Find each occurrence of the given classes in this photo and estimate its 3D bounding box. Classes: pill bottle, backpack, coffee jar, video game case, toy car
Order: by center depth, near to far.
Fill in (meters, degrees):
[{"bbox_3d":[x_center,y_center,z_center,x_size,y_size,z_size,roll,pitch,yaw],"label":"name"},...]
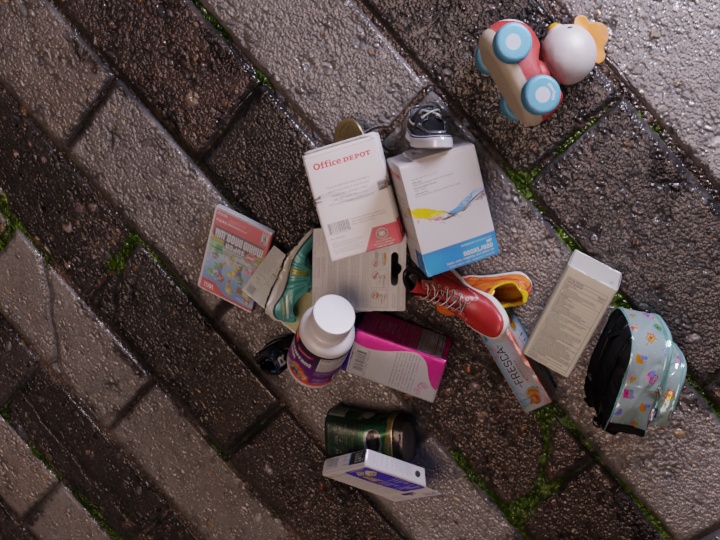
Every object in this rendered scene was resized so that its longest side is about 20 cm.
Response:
[{"bbox_3d":[0.313,-0.362,1.431,0.198,0.184,0.179,-32,97,0],"label":"toy car"},{"bbox_3d":[0.491,0.173,1.540,0.149,0.176,0.205,4,112,2],"label":"backpack"},{"bbox_3d":[-0.072,0.134,1.659,0.110,0.112,0.201,34,144,6],"label":"pill bottle"},{"bbox_3d":[0.024,0.351,1.849,0.195,0.085,0.107,3,100,22],"label":"coffee jar"},{"bbox_3d":[-0.270,-0.025,1.863,0.141,0.017,0.204,25,118,11],"label":"video game case"}]

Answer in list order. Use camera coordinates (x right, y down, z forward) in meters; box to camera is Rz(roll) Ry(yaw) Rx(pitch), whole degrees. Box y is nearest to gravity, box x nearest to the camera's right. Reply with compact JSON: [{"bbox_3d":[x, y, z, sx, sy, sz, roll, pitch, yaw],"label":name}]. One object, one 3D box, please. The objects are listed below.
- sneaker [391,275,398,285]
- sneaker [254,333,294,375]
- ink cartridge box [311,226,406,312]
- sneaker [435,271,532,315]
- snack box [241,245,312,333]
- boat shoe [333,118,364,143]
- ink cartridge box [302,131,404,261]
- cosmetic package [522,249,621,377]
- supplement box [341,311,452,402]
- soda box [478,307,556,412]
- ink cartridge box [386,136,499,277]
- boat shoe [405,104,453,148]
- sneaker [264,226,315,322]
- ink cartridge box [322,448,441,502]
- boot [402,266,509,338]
[{"bbox_3d":[0.000,-0.004,1.734,0.196,0.075,0.091,13,103,18],"label":"sneaker"},{"bbox_3d":[-0.136,0.174,1.831,0.197,0.112,0.074,-21,103,28],"label":"sneaker"},{"bbox_3d":[0.000,0.000,1.684,0.195,0.057,0.167,0,85,16],"label":"ink cartridge box"},{"bbox_3d":[0.229,0.047,1.652,0.196,0.077,0.074,-17,105,28],"label":"sneaker"},{"bbox_3d":[-0.136,0.056,1.797,0.199,0.037,0.117,38,85,5],"label":"snack box"},{"bbox_3d":[-0.007,-0.189,1.661,0.071,0.065,0.205,-10,98,7],"label":"boat shoe"},{"bbox_3d":[-0.011,-0.138,1.594,0.142,0.085,0.205,-14,100,10],"label":"ink cartridge box"},{"bbox_3d":[0.389,0.080,1.592,0.102,0.087,0.203,29,119,10],"label":"cosmetic package"},{"bbox_3d":[0.075,0.168,1.735,0.196,0.104,0.103,20,116,7],"label":"supplement box"},{"bbox_3d":[0.302,0.168,1.673,0.063,0.068,0.203,-27,98,29],"label":"soda box"},{"bbox_3d":[0.146,-0.120,1.555,0.141,0.147,0.204,-17,105,-3],"label":"ink cartridge box"},{"bbox_3d":[0.119,-0.256,1.519,0.070,0.200,0.070,0,107,-5],"label":"boat shoe"},{"bbox_3d":[-0.128,0.009,1.755,0.078,0.077,0.204,23,91,-8],"label":"sneaker"},{"bbox_3d":[0.046,0.438,1.836,0.197,0.044,0.197,26,151,-21],"label":"ink cartridge box"},{"bbox_3d":[0.167,0.059,1.577,0.199,0.143,0.074,40,114,35],"label":"boot"}]
